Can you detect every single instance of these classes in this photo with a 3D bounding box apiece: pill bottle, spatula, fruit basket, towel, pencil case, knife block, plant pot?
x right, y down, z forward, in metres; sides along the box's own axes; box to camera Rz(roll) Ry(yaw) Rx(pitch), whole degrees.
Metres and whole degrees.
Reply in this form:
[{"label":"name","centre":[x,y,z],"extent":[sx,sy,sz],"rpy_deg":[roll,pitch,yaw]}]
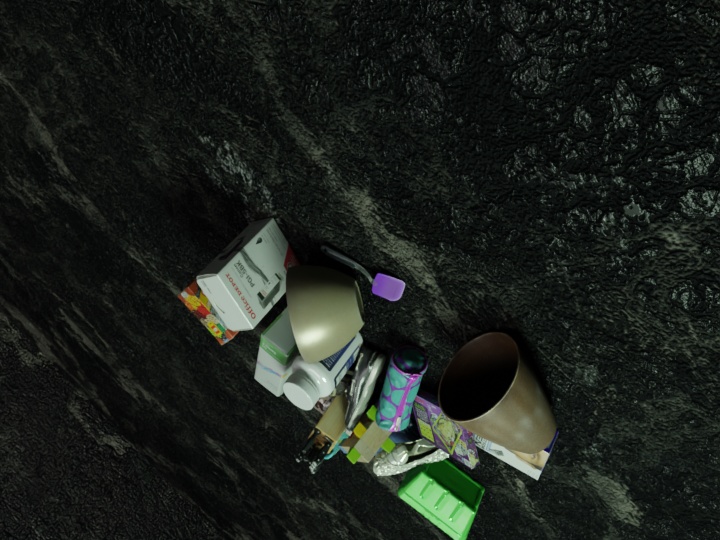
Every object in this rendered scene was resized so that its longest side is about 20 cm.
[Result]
[{"label":"pill bottle","centre":[-0.086,0.208,1.522],"extent":[0.109,0.201,0.113],"rpy_deg":[23,140,21]},{"label":"spatula","centre":[0.000,0.000,1.388],"extent":[0.197,0.020,0.057],"rpy_deg":[32,130,17]},{"label":"fruit basket","centre":[0.190,0.570,1.693],"extent":[0.210,0.155,0.221],"rpy_deg":[12,119,22]},{"label":"towel","centre":[0.094,0.434,1.711],"extent":[0.111,0.049,0.200],"rpy_deg":[43,144,-3]},{"label":"pencil case","centre":[-0.064,0.339,1.733],"extent":[0.199,0.078,0.090],"rpy_deg":[40,131,2]},{"label":"knife block","centre":[-0.071,0.372,1.605],"extent":[0.063,0.202,0.176],"rpy_deg":[34,-176,3]},{"label":"plant pot","centre":[0.277,0.252,1.284],"extent":[0.200,0.190,0.185],"rpy_deg":[42,145,-25]},{"label":"plant pot","centre":[-0.064,0.078,1.414],"extent":[0.131,0.203,0.204],"rpy_deg":[-13,126,6]},{"label":"pencil case","centre":[0.089,0.262,1.485],"extent":[0.083,0.094,0.204],"rpy_deg":[1,128,-13]}]

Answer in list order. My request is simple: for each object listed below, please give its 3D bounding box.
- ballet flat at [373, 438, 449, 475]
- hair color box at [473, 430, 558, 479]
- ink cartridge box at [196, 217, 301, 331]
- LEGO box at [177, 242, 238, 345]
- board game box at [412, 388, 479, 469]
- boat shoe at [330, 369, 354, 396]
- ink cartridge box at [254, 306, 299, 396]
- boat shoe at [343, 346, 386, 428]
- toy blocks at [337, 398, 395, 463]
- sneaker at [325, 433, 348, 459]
[{"label":"ballet flat","centre":[0.120,0.418,1.581],"extent":[0.072,0.194,0.074],"rpy_deg":[167,89,-79]},{"label":"hair color box","centre":[0.300,0.338,1.419],"extent":[0.196,0.065,0.111],"rpy_deg":[25,140,19]},{"label":"ink cartridge box","centre":[-0.231,0.008,1.456],"extent":[0.082,0.201,0.149],"rpy_deg":[-7,124,43]},{"label":"LEGO box","centre":[-0.288,0.039,1.538],"extent":[0.149,0.201,0.077],"rpy_deg":[48,143,-11]},{"label":"board game box","centre":[0.178,0.337,1.479],"extent":[0.199,0.032,0.123],"rpy_deg":[17,130,61]},{"label":"boat shoe","centre":[-0.061,0.267,1.615],"extent":[0.195,0.066,0.073],"rpy_deg":[18,151,-15]},{"label":"ink cartridge box","centre":[-0.173,0.183,1.621],"extent":[0.086,0.146,0.202],"rpy_deg":[32,143,13]},{"label":"boat shoe","centre":[-0.003,0.269,1.569],"extent":[0.059,0.074,0.204],"rpy_deg":[27,114,17]},{"label":"toy blocks","centre":[0.026,0.377,1.620],"extent":[0.100,0.200,0.136],"rpy_deg":[45,158,-5]},{"label":"sneaker","centre":[-0.067,0.449,1.843],"extent":[0.076,0.080,0.203],"rpy_deg":[30,141,14]}]
